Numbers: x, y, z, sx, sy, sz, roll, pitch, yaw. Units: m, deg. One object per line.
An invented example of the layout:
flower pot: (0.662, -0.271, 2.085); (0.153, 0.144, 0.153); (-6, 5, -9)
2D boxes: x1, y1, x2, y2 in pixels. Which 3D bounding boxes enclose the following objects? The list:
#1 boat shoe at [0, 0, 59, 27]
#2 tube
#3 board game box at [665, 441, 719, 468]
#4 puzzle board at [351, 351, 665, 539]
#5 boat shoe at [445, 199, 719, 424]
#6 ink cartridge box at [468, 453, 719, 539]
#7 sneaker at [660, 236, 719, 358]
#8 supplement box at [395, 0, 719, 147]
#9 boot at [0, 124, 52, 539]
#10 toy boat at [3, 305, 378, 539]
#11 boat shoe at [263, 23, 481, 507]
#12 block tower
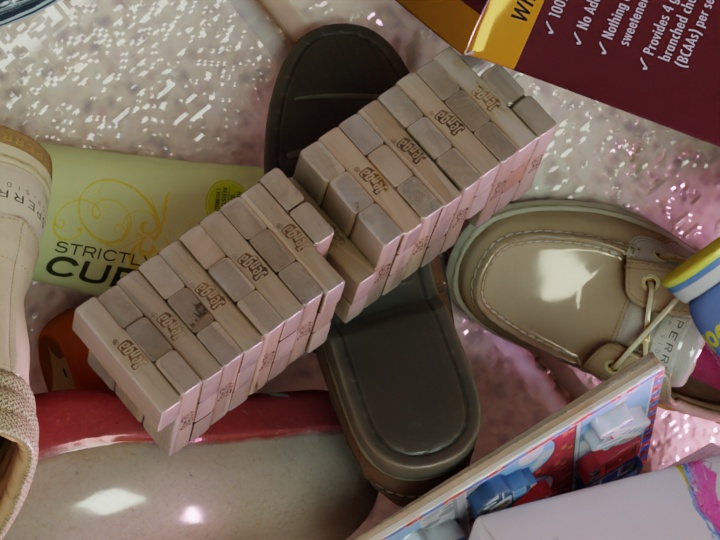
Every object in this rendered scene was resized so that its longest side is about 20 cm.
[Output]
boat shoe: (-0.183, -0.109, 1.090); (0.199, 0.091, 0.071); (-12, 112, -13)
tube: (-0.113, -0.022, 1.167); (0.199, 0.052, 0.058); (11, 139, -23)
board game box: (0.097, 0.180, 1.277); (0.199, 0.034, 0.135); (-26, 122, -21)
puzzle board: (0.060, 0.101, 1.198); (0.150, 0.200, 0.017); (-32, 75, -5)
boat shoe: (0.134, 0.023, 1.246); (0.199, 0.069, 0.074); (15, 103, -21)
ink cartridge box: (0.130, 0.155, 1.186); (0.199, 0.085, 0.145); (-12, 138, -29)
sneaker: (0.205, 0.008, 1.217); (0.200, 0.082, 0.074); (-19, 162, -48)
supplement box: (0.144, -0.160, 1.151); (0.199, 0.133, 0.198); (18, 102, -22)
boot: (-0.186, 0.056, 1.081); (0.073, 0.156, 0.200); (28, 130, -35)
toy boat: (-0.095, 0.073, 1.170); (0.130, 0.131, 0.200); (-43, 155, 30)
boat shoe: (0.000, 0.000, 1.166); (0.072, 0.068, 0.201); (-6, 67, -6)
block tower: (-0.018, -0.009, 1.097); (0.200, 0.058, 0.054); (-35, 72, -25)
